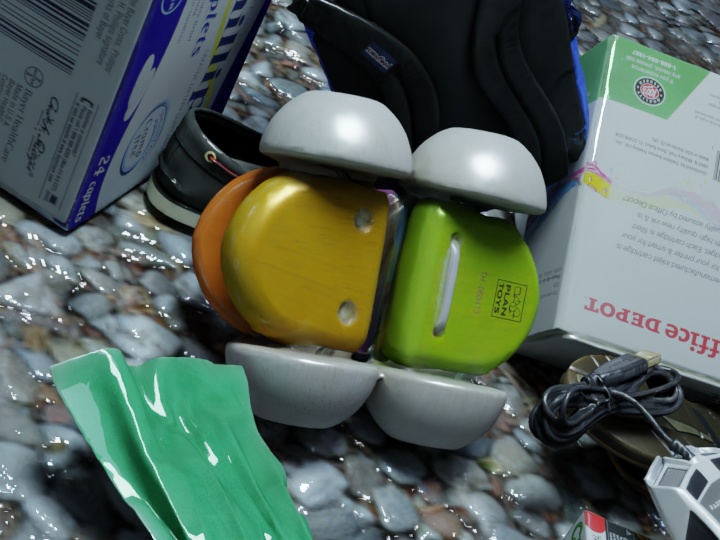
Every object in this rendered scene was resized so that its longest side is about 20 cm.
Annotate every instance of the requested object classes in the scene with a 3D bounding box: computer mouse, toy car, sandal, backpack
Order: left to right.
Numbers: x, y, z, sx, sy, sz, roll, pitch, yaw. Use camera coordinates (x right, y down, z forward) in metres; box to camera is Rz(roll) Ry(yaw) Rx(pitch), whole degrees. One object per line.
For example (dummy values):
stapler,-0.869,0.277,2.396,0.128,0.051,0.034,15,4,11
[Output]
toy car,0.000,0.000,0.898,0.199,0.176,0.150,11,-2,-27
backpack,0.058,-0.144,0.987,0.161,0.201,0.168,-16,33,9
sandal,0.185,0.107,0.976,0.199,0.055,0.082,18,35,-47
computer mouse,0.185,0.132,0.862,0.109,0.044,0.200,-17,59,-45

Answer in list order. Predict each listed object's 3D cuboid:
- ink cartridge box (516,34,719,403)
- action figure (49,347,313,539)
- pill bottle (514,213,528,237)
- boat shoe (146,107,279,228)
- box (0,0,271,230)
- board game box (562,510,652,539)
ink cartridge box,0.187,-0.027,1.035,0.144,0.087,0.201,17,72,-17
action figure,-0.062,0.128,0.725,0.118,0.055,0.201,0,48,-43
pill bottle,0.222,-0.040,1.160,0.199,0.111,0.111,18,32,-20
boat shoe,-0.031,-0.043,0.999,0.200,0.063,0.074,19,29,-25
box,-0.137,-0.152,0.950,0.105,0.185,0.200,32,31,7
board game box,0.164,0.218,0.800,0.126,0.035,0.200,24,31,-11
